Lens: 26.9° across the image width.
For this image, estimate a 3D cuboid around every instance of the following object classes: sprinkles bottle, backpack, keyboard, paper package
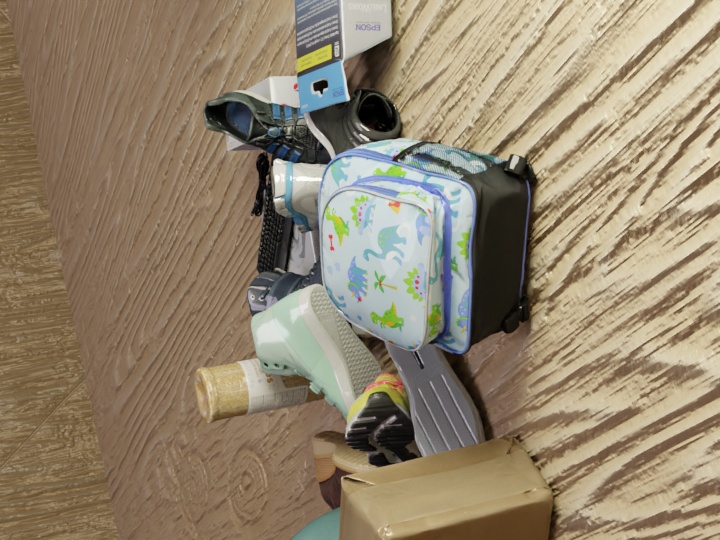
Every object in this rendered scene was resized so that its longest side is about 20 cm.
[{"bbox_3d":[-0.100,0.136,1.833,0.068,0.198,0.069,171,90,-68],"label":"sprinkles bottle"},{"bbox_3d":[0.044,-0.029,1.400,0.199,0.146,0.185,22,120,43],"label":"backpack"},{"bbox_3d":[-0.116,-0.072,1.931,0.128,0.020,0.201,-117,29,-42],"label":"keyboard"},{"bbox_3d":[0.076,0.282,1.450,0.104,0.189,0.202,-128,34,-52],"label":"paper package"}]

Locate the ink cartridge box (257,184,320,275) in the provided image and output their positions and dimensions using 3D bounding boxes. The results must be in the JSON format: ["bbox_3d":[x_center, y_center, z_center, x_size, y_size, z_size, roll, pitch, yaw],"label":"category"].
[{"bbox_3d":[-0.083,-0.070,1.928,0.199,0.040,0.203,171,91,-69],"label":"ink cartridge box"}]

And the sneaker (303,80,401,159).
[{"bbox_3d":[-0.005,-0.174,1.663,0.100,0.070,0.201,-65,32,35],"label":"sneaker"}]

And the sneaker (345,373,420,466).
[{"bbox_3d":[0.024,0.152,1.643,0.200,0.077,0.091,78,-170,-70],"label":"sneaker"}]

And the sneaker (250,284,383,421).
[{"bbox_3d":[-0.049,0.118,1.746,0.117,0.074,0.202,-20,104,36],"label":"sneaker"}]

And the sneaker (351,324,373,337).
[{"bbox_3d":[0.000,0.000,1.690,0.202,0.079,0.071,99,151,-44],"label":"sneaker"}]

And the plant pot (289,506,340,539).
[{"bbox_3d":[-0.006,0.352,1.741,0.135,0.198,0.201,-69,-5,-45],"label":"plant pot"}]

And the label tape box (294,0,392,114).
[{"bbox_3d":[-0.020,-0.276,1.624,0.143,0.065,0.203,178,89,-68],"label":"label tape box"}]

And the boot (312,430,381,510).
[{"bbox_3d":[0.010,0.284,1.828,0.200,0.072,0.168,4,114,67],"label":"boot"}]

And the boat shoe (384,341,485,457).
[{"bbox_3d":[0.084,0.134,1.567,0.062,0.071,0.202,39,-151,-65],"label":"boat shoe"}]

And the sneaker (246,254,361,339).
[{"bbox_3d":[-0.066,0.006,1.787,0.145,0.077,0.204,25,125,28],"label":"sneaker"}]

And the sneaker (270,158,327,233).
[{"bbox_3d":[-0.040,-0.084,1.736,0.200,0.086,0.076,13,-104,-78],"label":"sneaker"}]

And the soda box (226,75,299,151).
[{"bbox_3d":[-0.116,-0.199,1.923,0.200,0.063,0.069,171,94,-67],"label":"soda box"}]

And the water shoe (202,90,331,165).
[{"bbox_3d":[-0.097,-0.159,1.769,0.198,0.079,0.072,17,110,29],"label":"water shoe"}]
